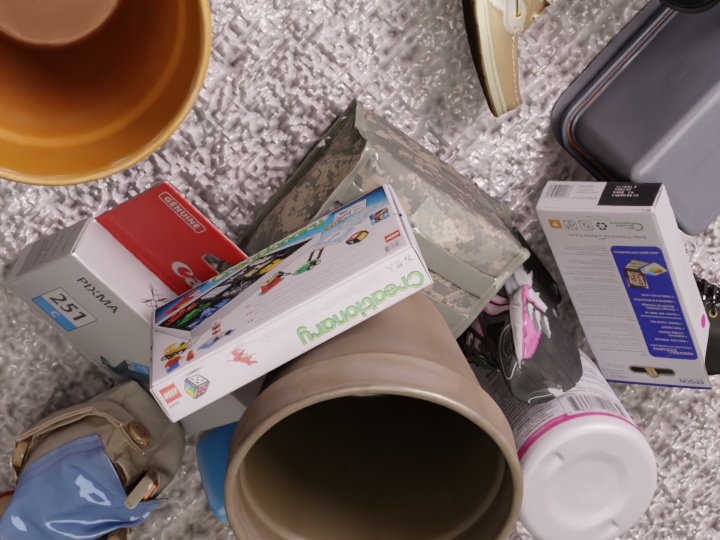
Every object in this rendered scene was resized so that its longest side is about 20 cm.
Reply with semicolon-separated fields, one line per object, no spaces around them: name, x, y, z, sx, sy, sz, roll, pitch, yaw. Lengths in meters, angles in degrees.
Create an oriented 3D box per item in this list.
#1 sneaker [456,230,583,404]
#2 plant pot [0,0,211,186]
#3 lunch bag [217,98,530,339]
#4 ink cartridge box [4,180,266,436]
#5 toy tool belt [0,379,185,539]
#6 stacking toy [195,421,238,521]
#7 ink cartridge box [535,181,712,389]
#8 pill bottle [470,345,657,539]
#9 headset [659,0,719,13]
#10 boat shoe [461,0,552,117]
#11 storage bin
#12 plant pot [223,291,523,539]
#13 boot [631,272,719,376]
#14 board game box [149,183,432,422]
sneaker;0.113;0.052;1.265;0.086;0.200;0.080;-36;107;16
plant pot;-0.208;-0.183;1.091;0.199;0.183;0.201;-5;116;-10
lunch bag;0.000;0.000;1.260;0.164;0.118;0.200;34;109;-21
ink cartridge box;-0.141;0.036;1.233;0.176;0.045;0.200;-21;125;42
toy tool belt;-0.226;0.183;1.269;0.200;0.123;0.125;-38;114;21
stacking toy;-0.057;0.219;1.367;0.116;0.110;0.201;-18;128;-6
ink cartridge box;0.208;0.014;1.253;0.094;0.037;0.200;3;136;31
pill bottle;0.150;0.121;1.298;0.113;0.200;0.114;-5;115;-10
headset;0.235;-0.250;1.189;0.199;0.124;0.094;0;128;-1
boat shoe;0.109;-0.211;1.207;0.066;0.074;0.201;-10;116;-1
storage bin;0.268;-0.119;1.250;0.145;0.134;0.200;40;102;-25
plant pot;0.008;0.100;1.149;0.199;0.174;0.201;0;128;0
boot;0.260;0.010;1.302;0.200;0.138;0.078;55;51;-36
board game box;-0.053;0.019;1.128;0.199;0.126;0.035;-28;112;5
